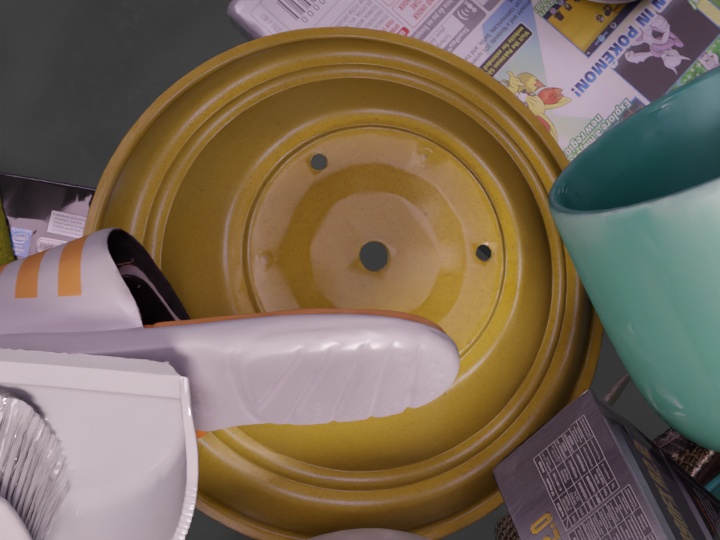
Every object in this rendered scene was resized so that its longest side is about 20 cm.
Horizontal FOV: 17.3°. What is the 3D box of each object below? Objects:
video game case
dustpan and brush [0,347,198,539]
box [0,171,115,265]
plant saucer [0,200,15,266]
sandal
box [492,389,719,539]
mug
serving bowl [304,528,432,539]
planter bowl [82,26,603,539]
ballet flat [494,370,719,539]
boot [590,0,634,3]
[{"bbox_3d":[0.080,-0.112,0.933,0.182,0.022,0.200,42,83,6],"label":"video game case"},{"bbox_3d":[-0.118,0.096,0.805,0.139,0.200,0.057,4,61,5],"label":"dustpan and brush"},{"bbox_3d":[-0.181,0.038,0.896,0.200,0.049,0.160,9,79,2],"label":"box"},{"bbox_3d":[-0.224,0.017,0.852,0.200,0.048,0.200,-15,80,-2],"label":"plant saucer"},{"bbox_3d":[-0.065,0.019,0.782,0.206,0.079,0.059,-5,62,18],"label":"sandal"},{"bbox_3d":[0.132,0.148,0.765,0.048,0.200,0.158,-42,123,13],"label":"box"},{"bbox_3d":[0.155,-0.011,0.810,0.152,0.185,0.115,-25,102,14],"label":"mug"},{"bbox_3d":[-0.044,0.148,0.797,0.200,0.200,0.066,-35,99,-5],"label":"serving bowl"},{"bbox_3d":[0.000,0.000,0.848,0.200,0.083,0.201,1,81,-8],"label":"planter bowl"},{"bbox_3d":[0.134,0.056,0.889,0.200,0.068,0.075,-36,62,-4],"label":"ballet flat"},{"bbox_3d":[0.034,-0.170,0.882,0.200,0.096,0.074,25,81,4],"label":"boot"}]
